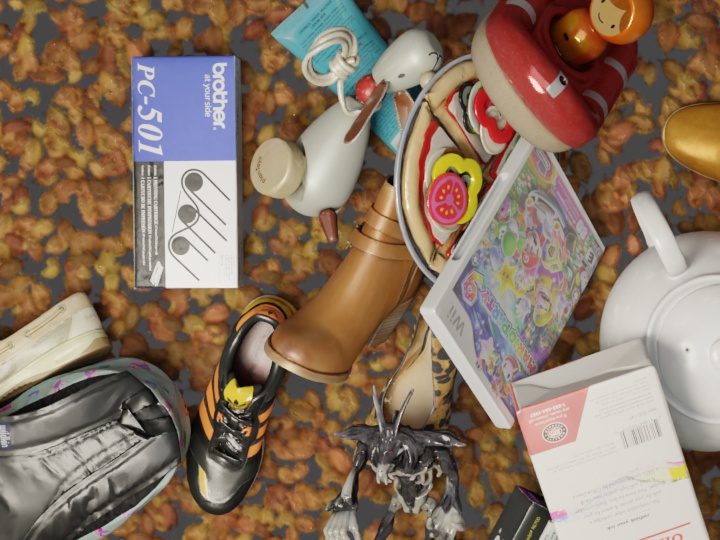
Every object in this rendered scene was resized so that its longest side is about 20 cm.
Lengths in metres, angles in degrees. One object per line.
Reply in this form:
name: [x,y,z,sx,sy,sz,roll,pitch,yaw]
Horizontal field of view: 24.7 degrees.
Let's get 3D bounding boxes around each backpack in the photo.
backpack: [-0.245,0.155,1.421,0.199,0.127,0.168,-30,101,5]

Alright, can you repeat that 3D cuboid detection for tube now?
tube: [0.014,-0.160,1.425,0.077,0.050,0.200,-42,84,6]

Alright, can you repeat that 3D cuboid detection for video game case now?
video game case: [0.129,0.006,1.342,0.144,0.018,0.201,55,53,-34]

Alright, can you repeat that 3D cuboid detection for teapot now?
teapot: [0.289,0.058,1.358,0.198,0.146,0.200,18,94,5]

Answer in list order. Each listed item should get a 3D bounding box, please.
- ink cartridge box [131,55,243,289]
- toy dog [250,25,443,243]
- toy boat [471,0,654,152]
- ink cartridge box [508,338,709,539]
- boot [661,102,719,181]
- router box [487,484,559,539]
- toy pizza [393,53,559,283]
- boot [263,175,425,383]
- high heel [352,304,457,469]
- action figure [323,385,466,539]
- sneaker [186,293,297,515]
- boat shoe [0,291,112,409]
ink cartridge box: [-0.151,-0.086,1.441,0.093,0.044,0.203,-1,92,3]
toy dog: [-0.002,-0.102,1.364,0.097,0.131,0.201,60,137,29]
toy boat: [0.180,-0.189,1.322,0.131,0.200,0.130,48,134,-13]
ink cartridge box: [0.204,0.172,1.315,0.115,0.068,0.202,-18,106,4]
boot: [0.351,-0.099,1.346,0.199,0.144,0.072,14,93,5]
router box: [0.155,0.304,1.404,0.148,0.051,0.202,25,96,-17]
toy pizza: [0.105,-0.079,1.359,0.032,0.199,0.203,9,94,46]
boot: [0.000,0.000,1.345,0.073,0.200,0.156,31,115,14]
high heel: [0.036,0.092,1.377,0.200,0.142,0.072,-46,61,14]
action figure: [0.036,0.198,1.371,0.117,0.102,0.202,-2,124,17]
sneaker: [-0.109,0.119,1.424,0.069,0.090,0.202,19,94,4]
boat shoe: [-0.319,0.086,1.455,0.198,0.072,0.066,-27,81,3]
